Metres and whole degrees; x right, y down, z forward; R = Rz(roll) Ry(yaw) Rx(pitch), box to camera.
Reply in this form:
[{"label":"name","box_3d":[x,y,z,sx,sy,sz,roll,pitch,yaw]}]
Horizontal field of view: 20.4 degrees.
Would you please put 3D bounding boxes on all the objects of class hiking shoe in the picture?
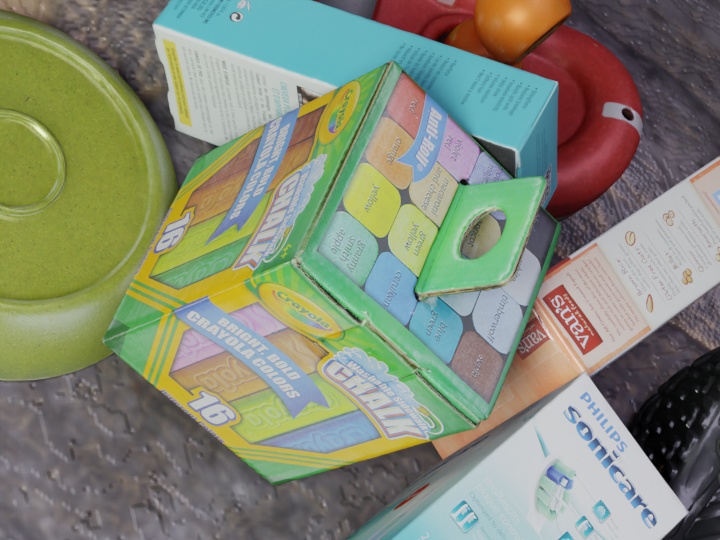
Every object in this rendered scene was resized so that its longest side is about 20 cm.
[{"label":"hiking shoe","box_3d":[0.188,0.132,1.064,0.100,0.076,0.201,38,62,-19]}]

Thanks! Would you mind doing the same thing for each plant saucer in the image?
[{"label":"plant saucer","box_3d":[-0.172,-0.047,0.959,0.199,0.031,0.202,13,61,-24]}]

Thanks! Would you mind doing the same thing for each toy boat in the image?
[{"label":"toy boat","box_3d":[0.069,-0.115,1.071,0.199,0.131,0.131,26,56,-16]}]

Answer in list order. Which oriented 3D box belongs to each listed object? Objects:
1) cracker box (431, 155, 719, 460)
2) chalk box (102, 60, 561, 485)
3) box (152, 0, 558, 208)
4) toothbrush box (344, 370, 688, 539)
[{"label":"cracker box","box_3d":[0.127,0.015,1.038,0.199,0.134,0.058,-32,85,-38]},{"label":"chalk box","box_3d":[0.000,0.000,0.917,0.124,0.199,0.125,42,51,-22]},{"label":"box","box_3d":[-0.002,-0.081,0.984,0.199,0.083,0.049,21,58,18]},{"label":"toothbrush box","box_3d":[0.032,0.150,0.908,0.200,0.146,0.086,-35,87,-37]}]
